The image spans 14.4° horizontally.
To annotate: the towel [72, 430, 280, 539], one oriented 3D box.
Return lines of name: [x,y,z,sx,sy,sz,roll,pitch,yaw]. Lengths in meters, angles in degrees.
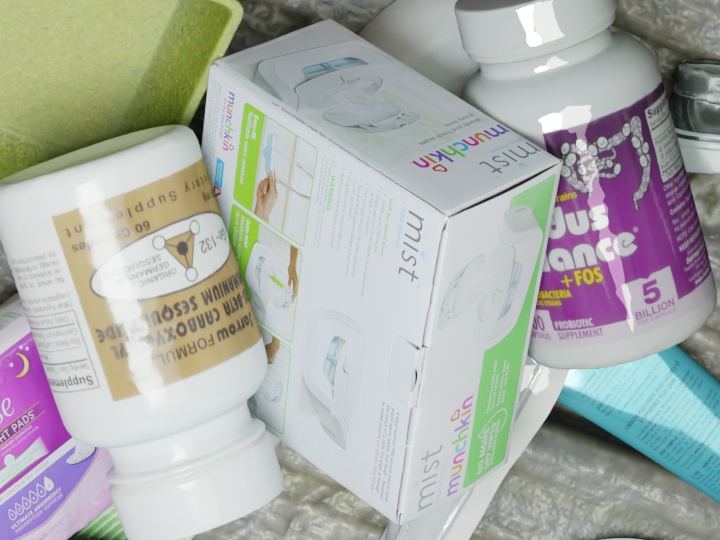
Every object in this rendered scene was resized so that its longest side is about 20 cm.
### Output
towel: [-0.143,0.097,1.629,0.152,0.023,0.200,41,93,-17]

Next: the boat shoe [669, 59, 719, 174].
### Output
boat shoe: [0.273,-0.091,1.624,0.199,0.072,0.071,-1,109,-7]

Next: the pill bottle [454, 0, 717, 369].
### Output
pill bottle: [0.115,-0.058,1.517,0.112,0.112,0.201,-19,107,-4]

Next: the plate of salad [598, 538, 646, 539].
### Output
plate of salad: [0.151,0.259,1.708,0.199,0.048,0.201,-3,105,-10]

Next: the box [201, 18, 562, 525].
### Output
box: [0.000,0.000,1.509,0.097,0.176,0.201,-26,136,-40]

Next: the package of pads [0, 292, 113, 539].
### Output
package of pads: [-0.212,0.108,1.526,0.200,0.076,0.121,-39,112,-32]

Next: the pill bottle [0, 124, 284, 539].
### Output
pill bottle: [-0.111,0.034,1.489,0.114,0.114,0.201,-18,99,-5]

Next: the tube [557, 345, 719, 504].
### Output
tube: [0.197,0.092,1.676,0.200,0.050,0.078,36,92,-12]

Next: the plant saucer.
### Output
plant saucer: [-0.184,-0.119,1.515,0.199,0.048,0.200,18,135,-13]

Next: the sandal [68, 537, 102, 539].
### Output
sandal: [-0.211,0.184,1.593,0.200,0.080,0.058,10,133,-4]

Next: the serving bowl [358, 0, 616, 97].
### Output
serving bowl: [0.076,-0.064,1.602,0.199,0.066,0.201,-2,104,-9]

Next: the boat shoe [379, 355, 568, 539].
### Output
boat shoe: [0.045,0.108,1.629,0.068,0.072,0.200,28,113,-11]
